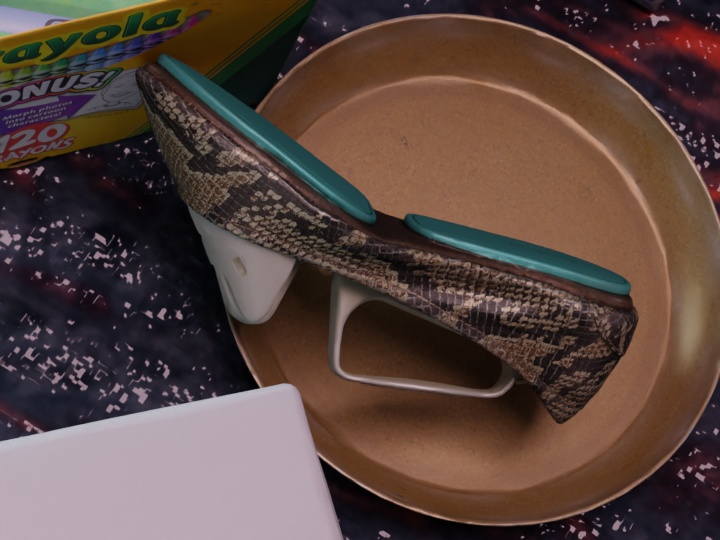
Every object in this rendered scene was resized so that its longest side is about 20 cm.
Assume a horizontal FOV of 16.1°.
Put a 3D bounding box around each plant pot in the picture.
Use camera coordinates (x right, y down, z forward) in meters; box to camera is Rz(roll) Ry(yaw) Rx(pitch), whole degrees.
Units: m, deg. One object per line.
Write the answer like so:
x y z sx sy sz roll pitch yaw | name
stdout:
0.041 0.000 0.945 0.199 0.027 0.201 5 69 -14 | plant pot

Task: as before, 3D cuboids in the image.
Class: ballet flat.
0.000 0.000 0.884 0.199 0.068 0.076 26 98 -12 | ballet flat

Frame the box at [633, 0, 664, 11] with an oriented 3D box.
0.116 -0.214 0.953 0.114 0.200 0.133 27 64 -2 | box

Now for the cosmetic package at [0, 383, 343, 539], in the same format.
-0.092 0.155 0.752 0.166 0.200 0.167 -11 72 -20 | cosmetic package

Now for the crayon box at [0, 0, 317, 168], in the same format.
-0.118 -0.085 0.882 0.199 0.119 0.059 -16 74 -20 | crayon box
